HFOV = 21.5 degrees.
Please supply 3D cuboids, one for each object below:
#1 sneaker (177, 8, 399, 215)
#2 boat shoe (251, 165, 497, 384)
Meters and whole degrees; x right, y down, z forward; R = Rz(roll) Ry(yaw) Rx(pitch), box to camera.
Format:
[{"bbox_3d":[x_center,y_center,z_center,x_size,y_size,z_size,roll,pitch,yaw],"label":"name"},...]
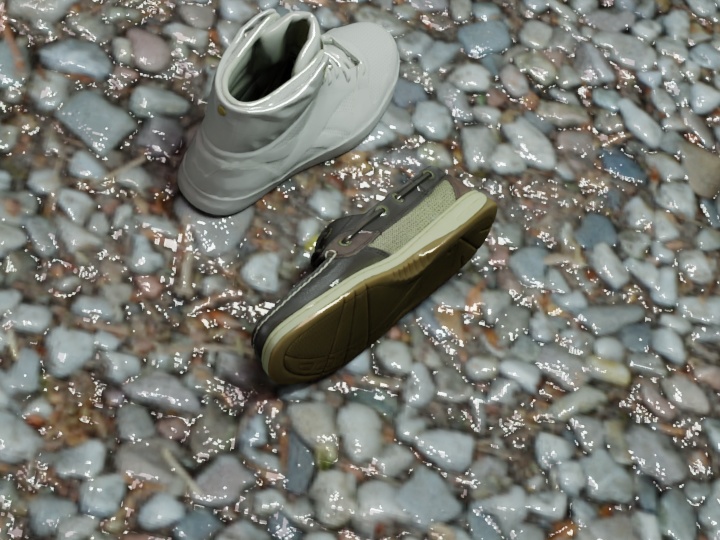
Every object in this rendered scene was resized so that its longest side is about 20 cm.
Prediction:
[{"bbox_3d":[-0.028,-0.125,1.198,0.073,0.116,0.200,38,51,11],"label":"sneaker"},{"bbox_3d":[0.000,0.000,1.157,0.065,0.074,0.199,39,49,23],"label":"boat shoe"}]
